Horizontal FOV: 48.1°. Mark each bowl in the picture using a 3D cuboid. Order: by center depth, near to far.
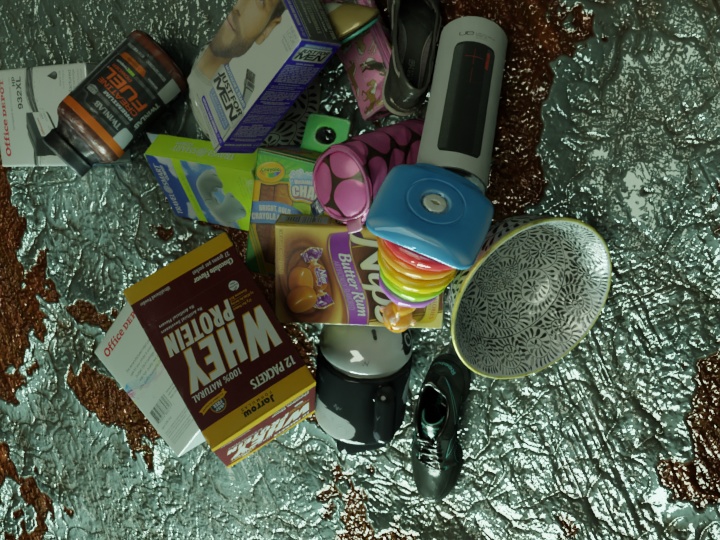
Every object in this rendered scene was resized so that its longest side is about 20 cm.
[{"bbox_3d":[0.173,0.011,0.912,0.203,0.198,0.094,-65,32,21],"label":"bowl"},{"bbox_3d":[-0.159,-0.236,1.064,0.197,0.094,0.205,6,103,25],"label":"bowl"}]

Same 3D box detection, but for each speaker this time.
[{"bbox_3d":[0.112,-0.176,0.888,0.080,0.081,0.203,-1,63,27],"label":"speaker"}]

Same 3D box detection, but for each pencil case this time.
[{"bbox_3d":[0.026,-0.115,0.934,0.090,0.199,0.095,-23,96,39],"label":"pencil case"},{"bbox_3d":[0.002,-0.282,0.976,0.082,0.086,0.203,-23,92,21],"label":"pencil case"}]

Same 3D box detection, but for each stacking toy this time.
[{"bbox_3d":[0.057,-0.001,0.848,0.114,0.111,0.202,22,138,7],"label":"stacking toy"}]

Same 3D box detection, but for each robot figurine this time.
[{"bbox_3d":[0.005,0.137,1.027,0.148,0.124,0.203,22,125,26],"label":"robot figurine"}]

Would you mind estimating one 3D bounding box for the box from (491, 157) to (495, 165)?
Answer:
[{"bbox_3d":[0.087,-0.059,0.984,0.050,0.075,0.202,35,113,14],"label":"box"}]

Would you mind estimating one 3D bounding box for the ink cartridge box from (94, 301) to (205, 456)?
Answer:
[{"bbox_3d":[-0.244,0.123,1.150,0.200,0.144,0.146,47,116,11],"label":"ink cartridge box"}]

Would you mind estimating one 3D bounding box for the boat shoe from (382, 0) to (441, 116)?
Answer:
[{"bbox_3d":[0.064,-0.276,0.920,0.057,0.066,0.204,147,132,-67],"label":"boat shoe"}]

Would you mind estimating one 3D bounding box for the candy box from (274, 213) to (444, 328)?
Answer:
[{"bbox_3d":[0.000,0.000,0.935,0.196,0.057,0.119,2,108,0],"label":"candy box"}]

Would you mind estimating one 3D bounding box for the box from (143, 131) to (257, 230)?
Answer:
[{"bbox_3d":[-0.205,-0.120,1.105,0.197,0.048,0.123,12,143,24],"label":"box"}]

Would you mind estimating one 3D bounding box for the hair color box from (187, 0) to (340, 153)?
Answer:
[{"bbox_3d":[-0.115,-0.235,0.915,0.200,0.064,0.111,-40,66,40],"label":"hair color box"}]

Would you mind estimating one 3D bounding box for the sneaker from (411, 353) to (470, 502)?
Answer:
[{"bbox_3d":[0.091,0.209,1.034,0.074,0.079,0.204,10,106,24],"label":"sneaker"}]

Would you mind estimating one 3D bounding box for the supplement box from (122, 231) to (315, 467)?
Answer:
[{"bbox_3d":[-0.158,0.102,0.954,0.132,0.198,0.202,-30,75,-13],"label":"supplement box"}]

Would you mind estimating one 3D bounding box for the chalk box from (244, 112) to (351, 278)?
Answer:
[{"bbox_3d":[-0.056,-0.093,1.021,0.123,0.123,0.204,15,107,24],"label":"chalk box"}]

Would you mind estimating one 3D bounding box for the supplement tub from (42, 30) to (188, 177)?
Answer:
[{"bbox_3d":[-0.337,-0.222,1.103,0.107,0.107,0.200,40,81,14],"label":"supplement tub"}]

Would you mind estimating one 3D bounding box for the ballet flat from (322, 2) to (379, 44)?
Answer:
[{"bbox_3d":[-0.062,-0.269,0.931,0.198,0.069,0.064,-20,109,44],"label":"ballet flat"}]

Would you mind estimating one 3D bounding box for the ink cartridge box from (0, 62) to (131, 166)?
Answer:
[{"bbox_3d":[-0.452,-0.233,1.220,0.197,0.083,0.148,3,102,27],"label":"ink cartridge box"}]
